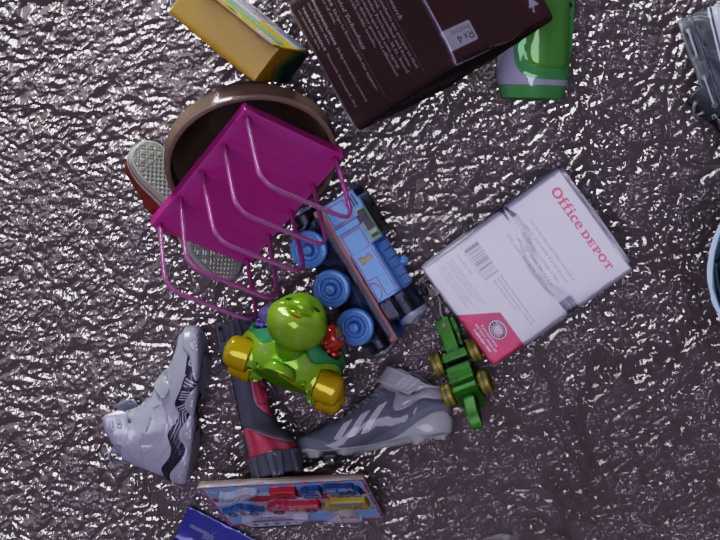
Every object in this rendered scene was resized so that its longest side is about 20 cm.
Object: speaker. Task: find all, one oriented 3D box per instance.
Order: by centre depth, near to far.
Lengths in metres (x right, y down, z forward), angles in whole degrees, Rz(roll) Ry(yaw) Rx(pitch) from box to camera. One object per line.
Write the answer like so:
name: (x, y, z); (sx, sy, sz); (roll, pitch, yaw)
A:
speaker: (0.199, -0.297, 1.580); (0.088, 0.088, 0.201); (2, 97, 9)

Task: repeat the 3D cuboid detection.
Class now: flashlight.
flashlight: (-0.119, 0.155, 1.669); (0.068, 0.068, 0.200); (-20, 72, 26)

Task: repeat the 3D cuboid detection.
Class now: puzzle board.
puzzle board: (-0.080, 0.281, 1.665); (0.199, 0.151, 0.017); (-4, 61, 9)

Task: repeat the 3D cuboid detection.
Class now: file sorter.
file sorter: (-0.123, -0.057, 1.567); (0.139, 0.126, 0.200); (22, 126, -32)

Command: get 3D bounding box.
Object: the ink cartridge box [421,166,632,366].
ink cartridge box: (0.195, -0.008, 1.614); (0.200, 0.083, 0.145); (-36, 90, 10)

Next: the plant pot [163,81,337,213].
plant pot: (-0.132, -0.154, 1.623); (0.200, 0.093, 0.201); (-7, 137, -7)

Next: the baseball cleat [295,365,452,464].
baseball cleat: (0.012, 0.174, 1.682); (0.199, 0.070, 0.107); (-9, 79, 8)

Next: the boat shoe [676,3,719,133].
boat shoe: (0.406, -0.199, 1.574); (0.071, 0.072, 0.201); (-13, 84, 19)

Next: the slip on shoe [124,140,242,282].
slip on shoe: (-0.215, -0.070, 1.687); (0.074, 0.061, 0.200); (-44, 102, -24)

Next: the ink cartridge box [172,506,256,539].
ink cartridge box: (-0.174, 0.431, 1.741); (0.197, 0.047, 0.200); (25, 104, 6)

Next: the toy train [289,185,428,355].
toy train: (0.000, 0.000, 1.642); (0.114, 0.087, 0.200); (-31, 91, 13)

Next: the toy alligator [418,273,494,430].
toy alligator: (0.115, 0.099, 1.654); (0.059, 0.054, 0.200); (-22, 68, 10)

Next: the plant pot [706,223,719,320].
plant pot: (0.471, -0.010, 1.512); (0.200, 0.196, 0.201); (1, 96, 8)

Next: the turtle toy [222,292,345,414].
turtle toy: (-0.074, 0.087, 1.571); (0.145, 0.200, 0.101); (21, 77, 4)

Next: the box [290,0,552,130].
box: (0.064, -0.283, 1.520); (0.200, 0.166, 0.164); (-27, 92, 53)

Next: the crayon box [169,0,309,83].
crayon box: (-0.139, -0.272, 1.577); (0.126, 0.200, 0.052); (39, 101, 3)

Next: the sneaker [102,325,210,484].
sneaker: (-0.253, 0.160, 1.707); (0.115, 0.075, 0.200); (9, 101, 5)
